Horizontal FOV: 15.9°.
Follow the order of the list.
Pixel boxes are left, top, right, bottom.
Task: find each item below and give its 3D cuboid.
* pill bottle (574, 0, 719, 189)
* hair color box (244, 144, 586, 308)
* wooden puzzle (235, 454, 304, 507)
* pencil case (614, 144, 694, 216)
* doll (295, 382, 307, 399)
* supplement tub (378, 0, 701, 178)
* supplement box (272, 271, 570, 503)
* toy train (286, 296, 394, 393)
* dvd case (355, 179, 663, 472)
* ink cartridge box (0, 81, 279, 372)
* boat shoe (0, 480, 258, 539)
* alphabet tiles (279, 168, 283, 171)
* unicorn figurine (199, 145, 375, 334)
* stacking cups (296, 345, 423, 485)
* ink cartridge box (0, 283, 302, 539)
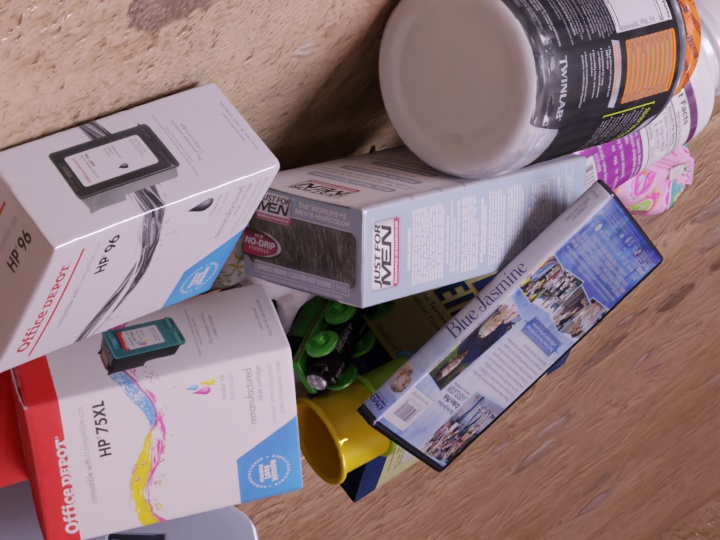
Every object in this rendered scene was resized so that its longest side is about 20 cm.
[{"bbox_3d":[0.162,-0.116,1.704,0.199,0.112,0.112,-32,163,-19],"label":"pill bottle"},{"bbox_3d":[0.034,-0.033,1.529,0.199,0.099,0.061,-14,111,-45],"label":"hair color box"},{"bbox_3d":[-0.036,0.107,2.038,0.185,0.037,0.200,-36,168,-9],"label":"wooden puzzle"},{"bbox_3d":[0.181,-0.087,1.866,0.087,0.088,0.200,-42,161,14],"label":"pencil case"},{"bbox_3d":[-0.130,0.094,1.627,0.199,0.049,0.137,-13,163,-1],"label":"doll"},{"bbox_3d":[0.113,-0.129,1.539,0.199,0.123,0.123,-17,154,-50],"label":"supplement tub"},{"bbox_3d":[0.047,0.026,1.798,0.199,0.134,0.200,-32,162,-20],"label":"supplement box"},{"bbox_3d":[0.000,0.000,1.642,0.042,0.056,0.201,61,44,-35],"label":"toy train"},{"bbox_3d":[0.095,0.038,1.574,0.200,0.018,0.143,-44,156,3],"label":"dvd case"},{"bbox_3d":[-0.152,-0.017,1.364,0.199,0.068,0.116,-22,155,-40],"label":"ink cartridge box"},{"bbox_3d":[-0.168,0.165,1.625,0.200,0.075,0.086,3,174,-11],"label":"boat shoe"},{"bbox_3d":[-0.118,-0.015,1.562,0.167,0.008,0.200,-39,165,2],"label":"alphabet tiles"},{"bbox_3d":[-0.059,-0.005,1.570,0.137,0.074,0.200,-39,167,20],"label":"unicorn figurine"},{"bbox_3d":[0.052,0.070,1.648,0.199,0.061,0.061,-25,160,-27],"label":"stacking cups"},{"bbox_3d":[-0.140,0.090,1.516,0.199,0.067,0.117,-13,130,-10],"label":"ink cartridge box"}]
